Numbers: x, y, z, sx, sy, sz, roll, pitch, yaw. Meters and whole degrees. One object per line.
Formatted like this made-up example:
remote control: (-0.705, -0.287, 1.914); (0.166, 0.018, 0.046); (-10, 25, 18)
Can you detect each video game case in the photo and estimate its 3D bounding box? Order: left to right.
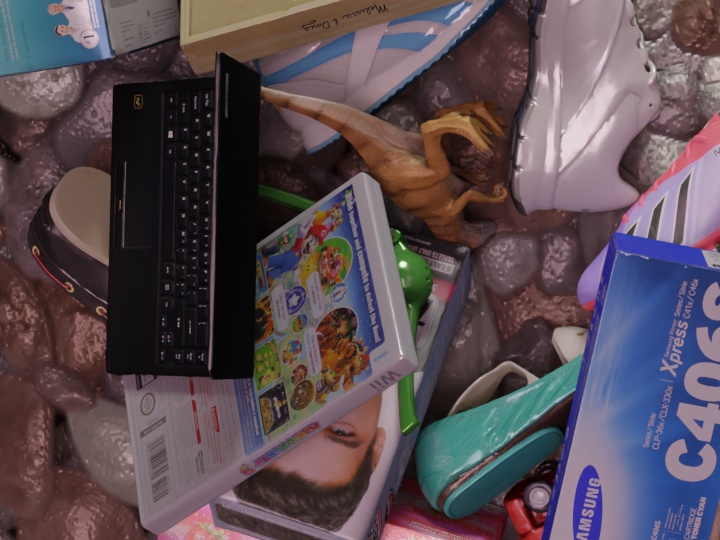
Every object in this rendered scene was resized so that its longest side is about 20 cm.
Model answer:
video game case: (-0.058, 0.048, 1.589); (0.200, 0.144, 0.018); (-34, 135, 25)

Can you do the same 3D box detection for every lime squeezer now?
lime squeezer: (0.000, 0.000, 1.625); (0.071, 0.038, 0.200); (-44, 67, 18)

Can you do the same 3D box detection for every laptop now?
laptop: (-0.113, -0.027, 1.555); (0.200, 0.103, 0.178); (0, 87, 45)

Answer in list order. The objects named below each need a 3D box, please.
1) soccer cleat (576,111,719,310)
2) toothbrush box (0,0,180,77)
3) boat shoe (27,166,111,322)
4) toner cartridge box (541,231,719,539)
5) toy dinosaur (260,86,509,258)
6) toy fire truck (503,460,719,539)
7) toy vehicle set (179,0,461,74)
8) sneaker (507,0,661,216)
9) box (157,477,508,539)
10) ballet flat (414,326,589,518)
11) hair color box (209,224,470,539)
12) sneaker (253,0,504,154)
soccer cleat: (0.205, -0.048, 1.620); (0.200, 0.067, 0.077); (-34, 86, 14)
toothbrush box: (-0.226, -0.160, 1.655); (0.199, 0.146, 0.086); (-9, 98, 16)
boat shoe: (-0.119, 0.017, 1.710); (0.201, 0.074, 0.063); (38, 143, -6)
toner cartridge box: (0.172, 0.085, 1.599); (0.095, 0.043, 0.201); (11, 105, -1)
toy dinosaur: (0.027, -0.066, 1.607); (0.106, 0.061, 0.200); (-34, 125, 24)
toy fire truck: (0.202, 0.158, 1.666); (0.200, 0.049, 0.141); (-25, 95, 17)
toy vehicle set: (-0.010, -0.192, 1.615); (0.199, 0.125, 0.027); (-14, 137, 15)
sneaker: (0.139, -0.128, 1.624); (0.087, 0.075, 0.201); (6, 109, -1)
box: (-0.020, 0.175, 1.693); (0.199, 0.103, 0.095); (17, 104, 10)
ballet flat: (0.118, 0.074, 1.657); (0.200, 0.067, 0.071); (-30, 63, 1)
hair color box: (-0.011, 0.070, 1.638); (0.099, 0.061, 0.200); (17, 67, 10)
sneaker: (0.023, -0.157, 1.634); (0.200, 0.077, 0.081); (-38, 90, 15)
